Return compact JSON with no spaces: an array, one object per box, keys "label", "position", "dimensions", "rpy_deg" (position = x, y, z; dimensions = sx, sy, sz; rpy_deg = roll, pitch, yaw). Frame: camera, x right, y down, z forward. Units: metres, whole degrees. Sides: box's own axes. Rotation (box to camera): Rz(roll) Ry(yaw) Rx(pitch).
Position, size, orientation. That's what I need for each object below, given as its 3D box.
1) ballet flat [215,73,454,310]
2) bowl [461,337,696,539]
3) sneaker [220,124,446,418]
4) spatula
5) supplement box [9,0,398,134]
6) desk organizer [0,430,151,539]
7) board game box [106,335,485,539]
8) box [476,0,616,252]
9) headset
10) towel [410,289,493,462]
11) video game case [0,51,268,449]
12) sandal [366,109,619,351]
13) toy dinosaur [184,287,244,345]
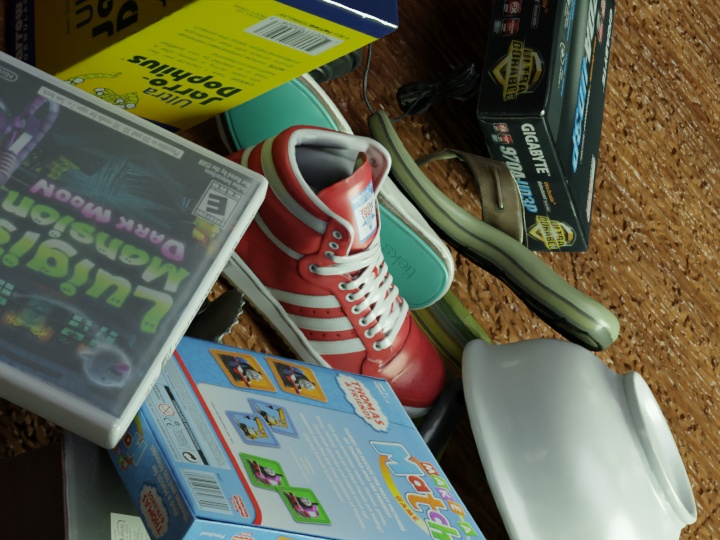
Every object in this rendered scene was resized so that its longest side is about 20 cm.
[{"label":"ballet flat","position":[-0.020,-0.057,1.444],"dimensions":[0.200,0.069,0.070],"rpy_deg":[47,47,-22]},{"label":"bowl","position":[0.140,0.120,1.453],"dimensions":[0.202,0.090,0.202],"rpy_deg":[60,15,-27]},{"label":"sneaker","position":[0.000,0.000,1.387],"dimensions":[0.200,0.112,0.071],"rpy_deg":[42,45,-19]},{"label":"spatula","position":[0.014,0.142,1.394],"dimensions":[0.057,0.020,0.201],"rpy_deg":[47,59,-31]},{"label":"supplement box","position":[-0.087,-0.158,1.304],"dimensions":[0.109,0.199,0.110],"rpy_deg":[15,64,-41]},{"label":"desk organizer","position":[-0.138,0.188,1.210],"dimensions":[0.071,0.077,0.202],"rpy_deg":[12,66,-43]},{"label":"board game box","position":[-0.038,0.098,1.246],"dimensions":[0.199,0.037,0.152],"rpy_deg":[13,30,-38]},{"label":"box","position":[0.122,-0.137,1.576],"dimensions":[0.159,0.046,0.201],"rpy_deg":[65,30,-55]},{"label":"headset","position":[-0.011,-0.164,1.465],"dimensions":[0.200,0.093,0.124],"rpy_deg":[49,45,-35]},{"label":"towel","position":[0.022,0.088,1.460],"dimensions":[0.086,0.018,0.201],"rpy_deg":[47,47,-22]},{"label":"video game case","position":[-0.170,-0.023,1.218],"dimensions":[0.199,0.023,0.182],"rpy_deg":[26,51,4]},{"label":"sandal","position":[0.084,-0.030,1.486],"dimensions":[0.201,0.080,0.057],"rpy_deg":[40,88,8]},{"label":"toy dinosaur","position":[-0.128,-0.002,1.271],"dimensions":[0.199,0.077,0.103],"rpy_deg":[13,48,-50]}]
